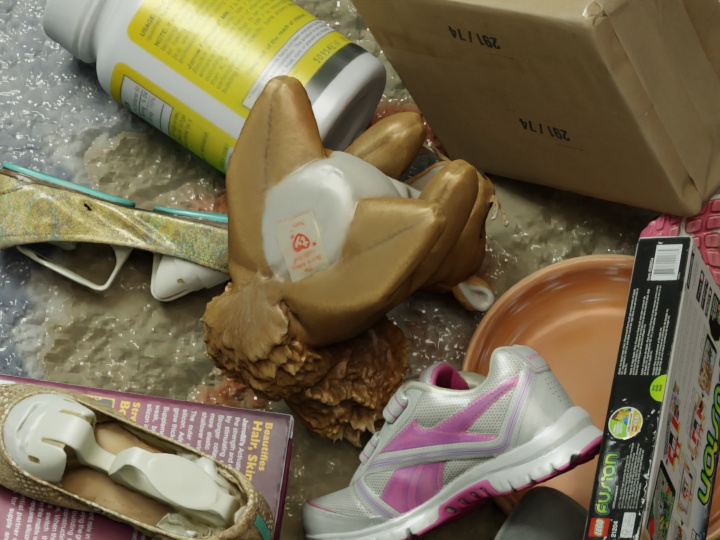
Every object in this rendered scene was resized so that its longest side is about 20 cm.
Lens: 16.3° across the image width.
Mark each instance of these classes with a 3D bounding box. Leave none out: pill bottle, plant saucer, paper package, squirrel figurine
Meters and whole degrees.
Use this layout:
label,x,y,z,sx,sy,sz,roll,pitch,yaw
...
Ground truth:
label,x,y,z,sx,sy,sz,roll,pitch,yaw
pill bottle,-0.093,-0.135,1.581,0.200,0.114,0.114,34,68,9
plant saucer,0.157,0.088,1.550,0.199,0.037,0.201,2,67,-5
paper package,0.120,-0.141,1.529,0.199,0.191,0.104,15,61,42
squirrel figurine,0.000,0.000,1.516,0.141,0.186,0.201,34,104,24

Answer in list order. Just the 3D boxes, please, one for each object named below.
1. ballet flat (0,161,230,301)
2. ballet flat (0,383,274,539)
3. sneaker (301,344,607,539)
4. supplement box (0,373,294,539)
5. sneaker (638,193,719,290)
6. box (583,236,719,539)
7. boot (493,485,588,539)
label,x,y,z,sx,sy,sz,roll,pitch,yaw
ballet flat,-0.138,-0.016,1.559,0.199,0.071,0.071,12,66,0
ballet flat,-0.139,0.105,1.406,0.199,0.065,0.071,20,67,4
sneaker,0.045,0.103,1.472,0.199,0.081,0.089,-26,83,24
supplement box,-0.145,0.136,1.475,0.199,0.086,0.111,8,66,-1
sneaker,0.265,-0.018,1.577,0.199,0.075,0.081,-4,106,-19
box,0.177,0.094,1.462,0.035,0.110,0.201,-1,59,25
boot,0.108,0.238,1.414,0.182,0.072,0.200,61,29,-6
